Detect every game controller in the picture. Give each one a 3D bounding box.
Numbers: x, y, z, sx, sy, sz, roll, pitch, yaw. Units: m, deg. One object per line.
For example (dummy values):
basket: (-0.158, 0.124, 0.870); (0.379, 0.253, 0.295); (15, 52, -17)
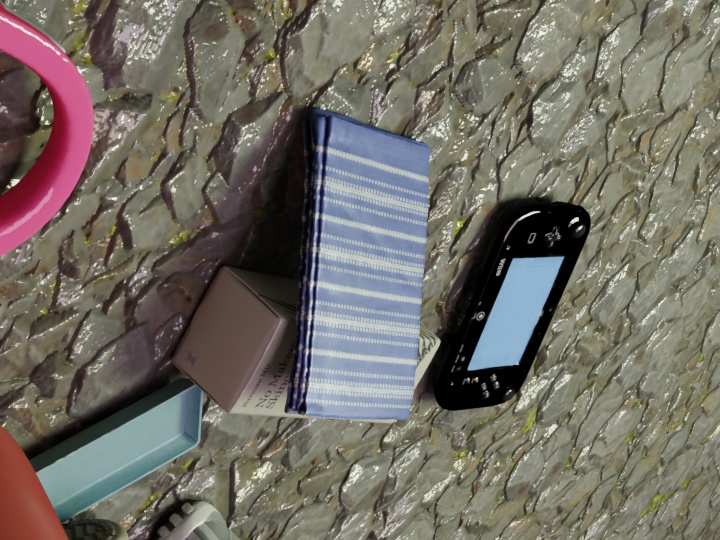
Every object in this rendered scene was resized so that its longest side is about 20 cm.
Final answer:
game controller: (0.126, 0.032, 1.296); (0.104, 0.042, 0.202); (-10, 128, -47)

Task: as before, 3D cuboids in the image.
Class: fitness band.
fitness band: (-0.218, -0.072, 0.773); (0.144, 0.037, 0.200); (-55, 146, 5)

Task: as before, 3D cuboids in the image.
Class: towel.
towel: (0.000, 0.000, 1.047); (0.144, 0.024, 0.203); (9, 85, -56)

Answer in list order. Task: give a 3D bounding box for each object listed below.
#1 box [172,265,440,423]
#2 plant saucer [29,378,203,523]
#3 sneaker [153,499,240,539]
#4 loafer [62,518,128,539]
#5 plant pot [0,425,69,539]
box: (-0.034, 0.056, 1.095); (0.199, 0.068, 0.083); (9, 115, -54)
plant saucer: (-0.189, 0.134, 1.018); (0.199, 0.019, 0.070); (-28, 145, -32)
sneaker: (-0.082, 0.261, 1.186); (0.075, 0.115, 0.200); (-46, 147, -8)
loafer: (-0.229, 0.240, 1.010); (0.199, 0.076, 0.069); (-36, 113, -8)
plant pot: (-0.231, 0.194, 0.840); (0.199, 0.177, 0.202); (-17, 121, -31)
